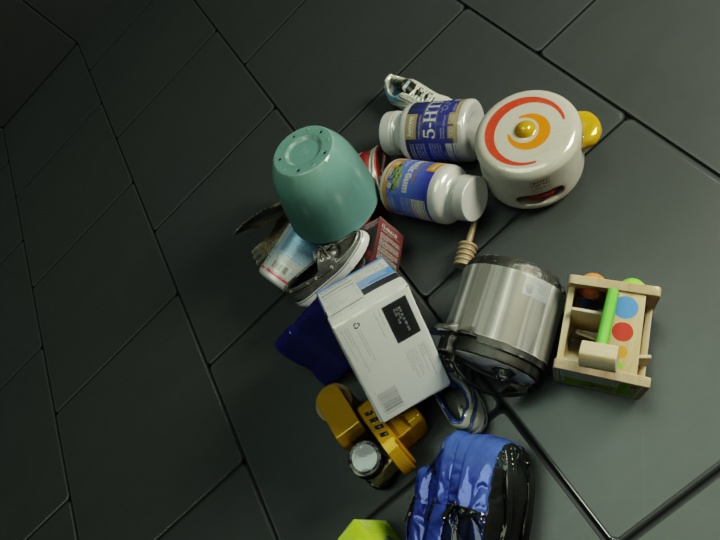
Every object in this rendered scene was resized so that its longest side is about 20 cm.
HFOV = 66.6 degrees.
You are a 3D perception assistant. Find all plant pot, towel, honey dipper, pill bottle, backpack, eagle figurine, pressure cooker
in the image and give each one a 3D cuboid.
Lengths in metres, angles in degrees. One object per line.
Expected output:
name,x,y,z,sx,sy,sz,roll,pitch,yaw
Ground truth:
plant pot,-0.083,-0.182,1.078,0.198,0.161,0.203,-11,55,16
towel,-0.060,0.128,1.027,0.200,0.147,0.050,-46,12,42
honey dipper,0.220,-0.098,1.052,0.038,0.038,0.202,7,69,33
pill bottle,-0.124,-0.051,1.191,0.108,0.109,0.201,32,88,37
backpack,0.163,0.343,0.814,0.166,0.162,0.203,6,73,36
eagle figurine,-0.184,-0.119,1.241,0.151,0.150,0.202,-41,25,55
pressure cooker,0.219,0.095,0.875,0.174,0.179,0.202,12,74,29
pill bottle,0.140,-0.152,1.055,0.199,0.112,0.113,17,79,45
pill bottle,0.143,-0.284,1.123,0.198,0.119,0.121,6,73,33

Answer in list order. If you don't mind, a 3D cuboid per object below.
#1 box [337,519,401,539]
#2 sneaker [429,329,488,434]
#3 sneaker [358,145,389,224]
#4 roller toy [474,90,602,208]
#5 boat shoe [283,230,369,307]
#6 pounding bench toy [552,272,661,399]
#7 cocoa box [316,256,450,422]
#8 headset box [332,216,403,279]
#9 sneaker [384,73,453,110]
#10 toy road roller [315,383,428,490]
box,0.061,0.478,0.841,0.048,0.122,0.200,-49,54,1
sneaker,0.152,0.180,0.937,0.075,0.088,0.201,-36,54,15
sneaker,-0.006,-0.175,1.207,0.114,0.078,0.202,-7,54,38
roller toy,0.302,-0.216,0.975,0.199,0.140,0.183,32,84,31
boat shoe,-0.070,-0.012,1.039,0.200,0.066,0.070,-41,33,22
pounding bench toy,0.351,0.079,0.780,0.123,0.200,0.158,9,74,23
cocoa box,0.035,0.107,0.880,0.132,0.202,0.131,-28,26,-4
headset box,0.000,0.000,1.070,0.148,0.075,0.202,-24,42,41
sneaker,0.126,-0.378,1.204,0.199,0.072,0.072,33,87,35
toy road roller,0.028,0.268,0.960,0.145,0.123,0.200,-37,55,-6
